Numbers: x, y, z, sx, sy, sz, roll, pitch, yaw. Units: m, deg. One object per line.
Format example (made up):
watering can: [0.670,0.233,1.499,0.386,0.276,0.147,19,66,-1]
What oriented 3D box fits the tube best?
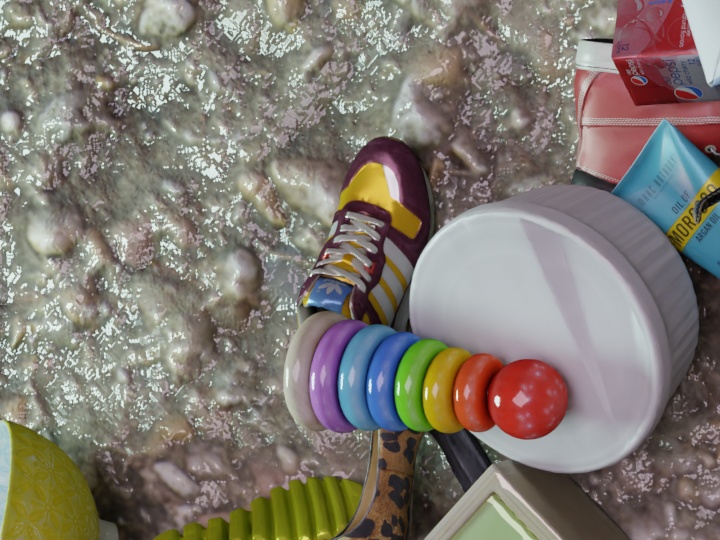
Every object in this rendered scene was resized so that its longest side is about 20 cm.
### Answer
tube: [0.265,-0.014,1.582,0.200,0.050,0.077,38,115,7]

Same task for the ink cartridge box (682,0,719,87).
ink cartridge box: [0.300,-0.203,1.529,0.076,0.200,0.136,-26,77,50]

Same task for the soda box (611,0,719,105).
soda box: [0.218,-0.212,1.577,0.070,0.063,0.200,-2,62,22]

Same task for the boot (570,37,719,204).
boot: [0.242,-0.082,1.614,0.200,0.072,0.144,7,101,25]

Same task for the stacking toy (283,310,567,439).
stacking toy: [0.050,0.081,1.598,0.200,0.085,0.085,8,93,30]

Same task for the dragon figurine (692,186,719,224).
dragon figurine: [0.308,-0.073,1.539,0.099,0.200,0.059,-56,44,45]

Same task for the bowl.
bowl: [-0.251,0.223,1.809,0.108,0.200,0.200,14,98,-19]

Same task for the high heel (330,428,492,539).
high heel: [-0.009,0.145,1.674,0.200,0.071,0.143,-32,92,-20]

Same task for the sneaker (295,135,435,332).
sneaker: [0.000,0.000,1.711,0.075,0.090,0.200,9,94,25]

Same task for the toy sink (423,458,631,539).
toy sink: [0.137,0.246,1.633,0.200,0.112,0.130,47,109,18]

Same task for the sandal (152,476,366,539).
sandal: [-0.067,0.219,1.762,0.200,0.079,0.087,-19,119,17]

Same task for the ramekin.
ramekin: [0.141,0.032,1.609,0.202,0.094,0.202,20,124,31]
